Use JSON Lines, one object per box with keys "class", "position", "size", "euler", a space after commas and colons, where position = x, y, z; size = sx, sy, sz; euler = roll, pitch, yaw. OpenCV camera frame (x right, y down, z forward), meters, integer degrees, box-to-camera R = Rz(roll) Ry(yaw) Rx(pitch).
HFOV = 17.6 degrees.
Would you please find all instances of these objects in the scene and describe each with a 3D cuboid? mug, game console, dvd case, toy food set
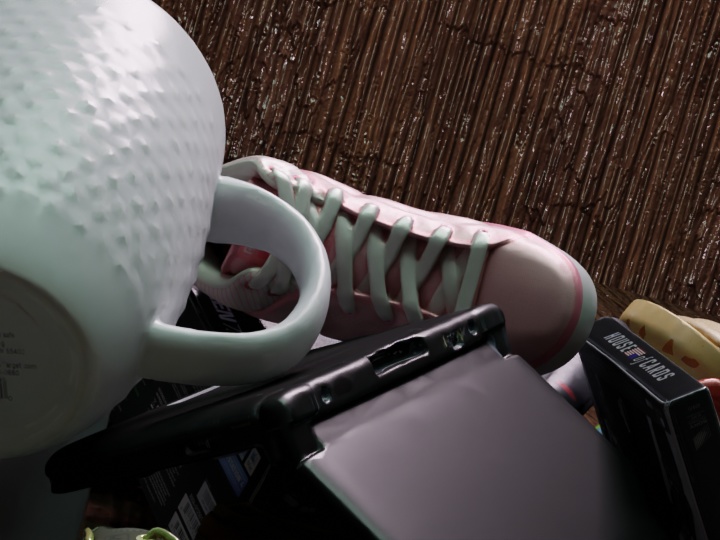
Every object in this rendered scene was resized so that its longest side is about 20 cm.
{"class": "mug", "position": [-0.109, -0.009, 0.912], "size": [0.199, 0.148, 0.176], "euler": [13, 34, -5]}
{"class": "game console", "position": [0.005, 0.090, 0.929], "size": [0.175, 0.117, 0.200], "euler": [-16, 2, 28]}
{"class": "dvd case", "position": [0.149, 0.130, 1.030], "size": [0.025, 0.201, 0.150], "euler": [-20, 13, -6]}
{"class": "toy food set", "position": [0.233, 0.110, 1.393], "size": [0.198, 0.049, 0.200], "euler": [45, -16, 32]}

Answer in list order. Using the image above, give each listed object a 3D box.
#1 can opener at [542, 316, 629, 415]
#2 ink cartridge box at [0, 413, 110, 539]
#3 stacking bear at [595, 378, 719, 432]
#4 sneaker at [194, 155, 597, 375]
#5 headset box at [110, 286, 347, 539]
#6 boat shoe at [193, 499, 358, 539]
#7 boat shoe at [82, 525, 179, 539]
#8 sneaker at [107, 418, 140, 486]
{"class": "can opener", "position": [0.078, 0.068, 1.085], "size": [0.079, 0.063, 0.200], "euler": [57, 40, 1]}
{"class": "ink cartridge box", "position": [-0.236, 0.065, 1.039], "size": [0.199, 0.084, 0.145], "euler": [20, 9, 26]}
{"class": "stacking bear", "position": [0.165, 0.133, 1.352], "size": [0.113, 0.122, 0.200], "euler": [-21, -1, -5]}
{"class": "sneaker", "position": [0.000, 0.000, 1.044], "size": [0.200, 0.076, 0.105], "euler": [14, -4, 29]}
{"class": "headset box", "position": [-0.008, 0.083, 1.157], "size": [0.199, 0.093, 0.174], "euler": [12, 31, -33]}
{"class": "boat shoe", "position": [0.013, 0.146, 1.029], "size": [0.199, 0.068, 0.072], "euler": [12, 6, -35]}
{"class": "boat shoe", "position": [-0.079, 0.119, 0.814], "size": [0.072, 0.060, 0.202], "euler": [40, -12, -1]}
{"class": "sneaker", "position": [-0.168, 0.079, 1.225], "size": [0.199, 0.078, 0.091], "euler": [14, 22, 14]}
